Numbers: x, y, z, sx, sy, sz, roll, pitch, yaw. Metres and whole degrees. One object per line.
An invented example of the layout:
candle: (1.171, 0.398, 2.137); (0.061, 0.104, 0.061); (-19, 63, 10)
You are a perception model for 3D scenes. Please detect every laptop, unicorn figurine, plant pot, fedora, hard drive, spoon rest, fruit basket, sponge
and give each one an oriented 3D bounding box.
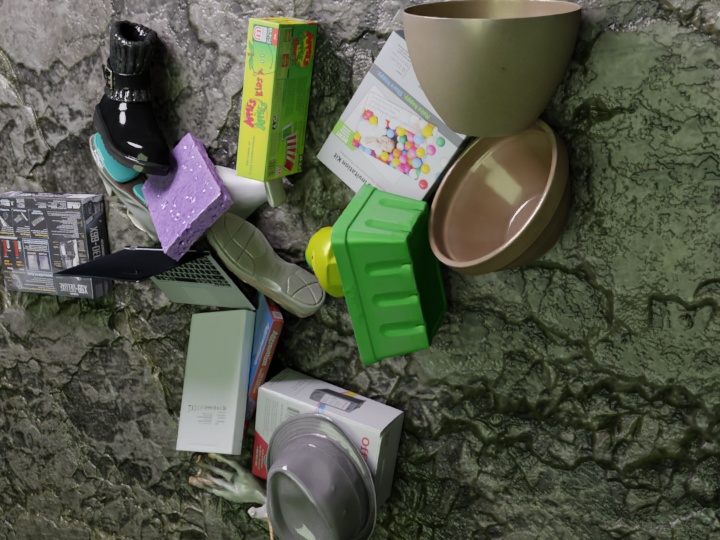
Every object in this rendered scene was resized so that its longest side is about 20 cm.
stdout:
laptop: (-0.284, 0.029, 1.371); (0.185, 0.117, 0.201); (4, 143, 38)
unicorn figurine: (-0.181, 0.324, 1.453); (0.136, 0.200, 0.075); (31, 84, -10)
plant pot: (0.180, -0.072, 1.157); (0.092, 0.203, 0.200); (33, 126, -30)
fedora: (-0.069, 0.306, 1.318); (0.175, 0.090, 0.203); (-15, 99, 31)
hard drive: (-0.211, 0.162, 1.426); (0.131, 0.026, 0.204); (-6, 74, 44)
spoon rest: (-0.175, -0.105, 1.391); (0.198, 0.060, 0.101); (-3, 105, 42)
fruit basket: (0.000, 0.000, 1.255); (0.212, 0.156, 0.219); (12, 126, 17)
plant pot: (0.147, -0.228, 1.104); (0.197, 0.200, 0.137); (8, 113, 26)
sponge: (-0.243, -0.105, 1.345); (0.112, 0.030, 0.201); (-46, 37, 8)

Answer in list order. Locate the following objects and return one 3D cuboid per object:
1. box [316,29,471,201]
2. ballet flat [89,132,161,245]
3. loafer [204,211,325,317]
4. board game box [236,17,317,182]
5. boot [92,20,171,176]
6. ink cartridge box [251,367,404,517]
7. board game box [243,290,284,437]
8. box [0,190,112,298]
box: (0.053, -0.178, 1.252); (0.156, 0.041, 0.201); (42, 119, 11)
ballet flat: (-0.347, -0.118, 1.466); (0.200, 0.067, 0.064); (47, 126, 9)
loafer: (-0.141, 0.000, 1.367); (0.199, 0.072, 0.063); (37, 145, -4)
board game box: (-0.110, -0.227, 1.290); (0.047, 0.101, 0.203); (16, 110, 22)
boot: (-0.313, -0.245, 1.374); (0.211, 0.079, 0.160); (46, 123, 38)
ink cartridge box: (-0.049, 0.246, 1.392); (0.197, 0.085, 0.150); (17, 113, 21)
board game box: (-0.157, 0.130, 1.420); (0.019, 0.103, 0.202); (10, 116, -22)
box: (-0.496, -0.044, 1.572); (0.197, 0.050, 0.161); (3, 105, 27)
